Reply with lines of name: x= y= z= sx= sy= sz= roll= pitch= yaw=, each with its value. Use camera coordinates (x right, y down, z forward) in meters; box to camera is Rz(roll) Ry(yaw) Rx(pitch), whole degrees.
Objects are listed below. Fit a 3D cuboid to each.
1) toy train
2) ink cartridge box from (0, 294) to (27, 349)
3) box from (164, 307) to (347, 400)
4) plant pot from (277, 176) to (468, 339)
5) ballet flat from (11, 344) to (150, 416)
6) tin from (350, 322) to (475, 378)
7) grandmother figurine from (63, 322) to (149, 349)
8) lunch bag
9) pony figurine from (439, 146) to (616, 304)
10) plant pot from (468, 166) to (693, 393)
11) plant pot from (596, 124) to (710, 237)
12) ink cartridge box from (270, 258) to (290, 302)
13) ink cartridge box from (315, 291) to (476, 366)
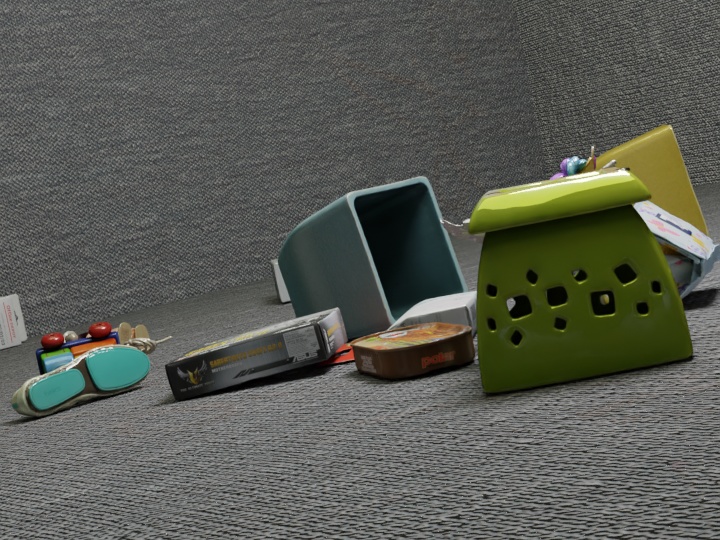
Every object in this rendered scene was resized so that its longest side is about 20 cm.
toy train: x=-0.360 y=0.126 z=2.060 sx=0.200 sy=0.085 sz=0.116 roll=-13 pitch=14 yaw=-15
ink cartridge box: x=-0.837 y=0.124 z=3.211 sx=0.200 sy=0.115 sz=0.068 roll=-15 pitch=5 yaw=-36
box: x=-0.125 y=0.101 z=1.780 sx=0.200 sy=0.048 sz=0.158 roll=-15 pitch=4 yaw=10
plant pot: x=0.000 y=0.000 z=2.047 sx=0.200 sy=0.196 sz=0.196 roll=-22 pitch=-3 yaw=39
ballet flat: x=-0.374 y=0.145 z=1.904 sx=0.200 sy=0.068 sz=0.062 roll=-15 pitch=-5 yaw=-41
tin: x=0.057 y=0.089 z=1.602 sx=0.112 sy=0.042 sz=0.200 roll=-9 pitch=3 yaw=-15
grandmother figurine: x=-0.467 y=0.128 z=2.523 sx=0.200 sy=0.061 sz=0.121 roll=-12 pitch=-25 yaw=42
lunch bag: x=0.317 y=-0.014 z=1.695 sx=0.200 sy=0.127 sz=0.170 roll=-3 pitch=9 yaw=21
pony figurine: x=0.198 y=-0.022 z=1.563 sx=0.193 sy=0.200 sz=0.167 roll=-11 pitch=4 yaw=13
plant pot: x=0.201 y=0.001 z=1.384 sx=0.200 sy=0.182 sz=0.199 roll=-10 pitch=3 yaw=8
plant pot: x=0.443 y=-0.113 z=2.358 sx=0.200 sy=0.196 sz=0.194 roll=-20 pitch=2 yaw=10
ink cartridge box: x=-0.106 y=0.007 z=2.945 sx=0.145 sy=0.084 sz=0.200 roll=-12 pitch=3 yaw=-5
ink cartridge box: x=0.050 y=0.071 z=1.813 sx=0.200 sy=0.057 sz=0.163 roll=-6 pitch=5 yaw=10
